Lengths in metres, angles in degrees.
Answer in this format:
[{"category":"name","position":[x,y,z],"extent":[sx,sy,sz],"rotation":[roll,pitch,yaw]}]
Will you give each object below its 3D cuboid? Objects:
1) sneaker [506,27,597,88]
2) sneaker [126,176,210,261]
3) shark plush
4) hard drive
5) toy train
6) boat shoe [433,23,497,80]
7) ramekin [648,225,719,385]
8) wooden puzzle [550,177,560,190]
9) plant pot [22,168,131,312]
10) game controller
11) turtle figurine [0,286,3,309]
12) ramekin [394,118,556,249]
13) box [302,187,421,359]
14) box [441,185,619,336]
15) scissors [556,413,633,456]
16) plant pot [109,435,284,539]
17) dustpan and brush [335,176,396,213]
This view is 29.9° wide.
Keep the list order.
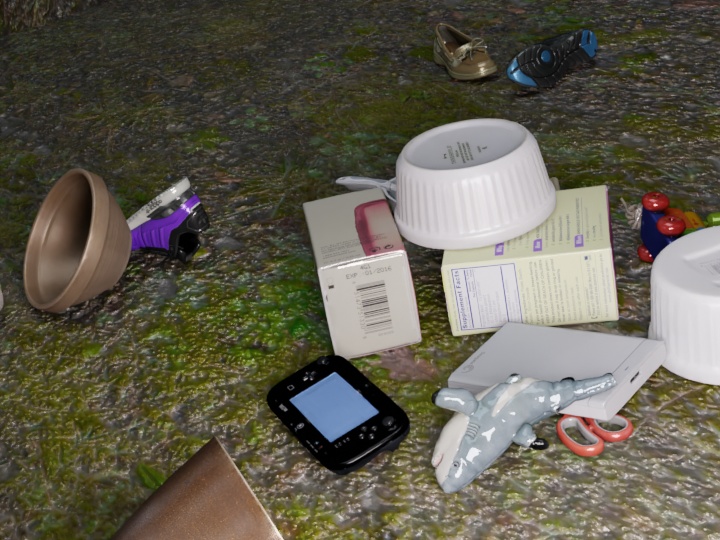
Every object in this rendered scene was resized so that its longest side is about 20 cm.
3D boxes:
[{"category":"sneaker","position":[0.315,-0.355,2.301],"extent":[0.199,0.074,0.082],"rotation":[-23,12,-33]},{"category":"sneaker","position":[-0.284,-0.049,1.931],"extent":[0.200,0.100,0.070],"rotation":[-30,11,47]},{"category":"shark plush","position":[0.162,0.157,1.354],"extent":[0.198,0.091,0.084],"rotation":[-15,45,-8]},{"category":"hard drive","position":[0.210,0.105,1.454],"extent":[0.199,0.027,0.132],"rotation":[5,31,42]},{"category":"toy train","position":[0.399,-0.056,1.658],"extent":[0.115,0.085,0.200],"rotation":[-2,26,-3]},{"category":"boat shoe","position":[0.180,-0.390,2.414],"extent":[0.073,0.063,0.200],"rotation":[-20,28,-18]},{"category":"ramekin","position":[0.408,0.030,1.460],"extent":[0.199,0.098,0.201],"rotation":[-10,26,5]},{"category":"wooden puzzle","position":[0.178,-0.110,1.832],"extent":[0.198,0.047,0.186],"rotation":[8,28,-1]},{"category":"plant pot","position":[-0.382,-0.032,1.874],"extent":[0.092,0.202,0.201],"rotation":[21,6,-36]},{"category":"game controller","position":[-0.027,0.153,1.464],"extent":[0.104,0.042,0.200],"rotation":[-22,28,-19]},{"category":"turtle figurine","position":[-0.565,0.038,1.773],"extent":[0.199,0.144,0.194],"rotation":[36,13,1]},{"category":"ramekin","position":[0.134,-0.112,1.638],"extent":[0.200,0.095,0.203],"rotation":[-9,26,5]},{"category":"box","position":[0.000,0.000,1.656],"extent":[0.108,0.129,0.200],"rotation":[-12,27,-2]},{"category":"box","position":[0.206,-0.014,1.631],"extent":[0.198,0.097,0.176],"rotation":[-6,27,11]},{"category":"scissors","position":[0.216,0.137,1.423],"extent":[0.073,0.014,0.200],"rotation":[-19,28,-13]},{"category":"plant pot","position":[-0.155,0.277,1.156],"extent":[0.199,0.188,0.187],"rotation":[-34,31,-10]},{"category":"dustpan and brush","position":[0.062,-0.111,1.920],"extent":[0.198,0.058,0.140],"rotation":[-2,28,20]}]
